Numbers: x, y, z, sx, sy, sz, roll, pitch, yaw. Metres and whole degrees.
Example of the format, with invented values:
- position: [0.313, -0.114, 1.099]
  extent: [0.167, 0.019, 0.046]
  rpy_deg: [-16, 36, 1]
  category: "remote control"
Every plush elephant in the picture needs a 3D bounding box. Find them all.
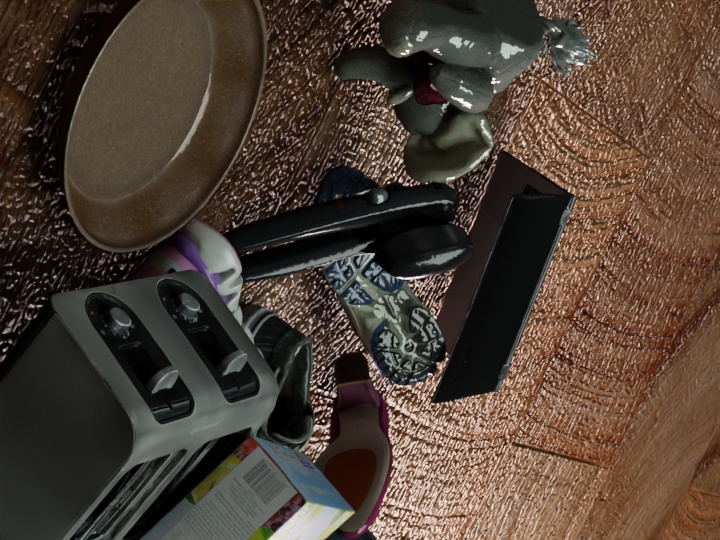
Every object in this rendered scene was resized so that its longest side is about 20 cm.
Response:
- position: [0.057, -0.164, 1.544]
  extent: [0.199, 0.166, 0.155]
  rpy_deg: [22, 137, -32]
  category: "plush elephant"

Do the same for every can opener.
- position: [-0.013, -0.030, 1.553]
  extent: [0.198, 0.079, 0.064]
  rpy_deg: [-6, 116, -19]
  category: "can opener"

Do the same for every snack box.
- position: [-0.110, 0.209, 1.427]
  extent: [0.200, 0.068, 0.169]
  rpy_deg: [-44, 166, 1]
  category: "snack box"

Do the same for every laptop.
- position: [0.096, 0.001, 1.766]
  extent: [0.115, 0.200, 0.189]
  rpy_deg: [14, 104, -30]
  category: "laptop"

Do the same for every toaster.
- position: [-0.175, 0.107, 1.340]
  extent: [0.200, 0.119, 0.180]
  rpy_deg: [-49, 162, 23]
  category: "toaster"

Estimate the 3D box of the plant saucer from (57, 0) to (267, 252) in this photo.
- position: [-0.137, -0.111, 1.350]
  extent: [0.200, 0.036, 0.202]
  rpy_deg: [-40, 145, -36]
  category: "plant saucer"

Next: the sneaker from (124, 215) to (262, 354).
- position: [-0.126, 0.052, 1.481]
  extent: [0.088, 0.080, 0.201]
  rpy_deg: [-40, 141, -24]
  category: "sneaker"

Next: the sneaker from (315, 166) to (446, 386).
- position: [0.000, 0.000, 1.661]
  extent: [0.077, 0.085, 0.201]
  rpy_deg: [-27, 120, -13]
  category: "sneaker"

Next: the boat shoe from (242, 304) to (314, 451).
- position: [-0.073, 0.121, 1.629]
  extent: [0.072, 0.071, 0.201]
  rpy_deg: [-40, 146, -37]
  category: "boat shoe"

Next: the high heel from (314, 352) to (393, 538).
- position: [0.001, 0.168, 1.721]
  extent: [0.201, 0.067, 0.097]
  rpy_deg: [-83, 167, -48]
  category: "high heel"

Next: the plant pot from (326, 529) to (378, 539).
- position: [-0.098, 0.282, 1.618]
  extent: [0.195, 0.199, 0.202]
  rpy_deg: [13, 103, -55]
  category: "plant pot"
